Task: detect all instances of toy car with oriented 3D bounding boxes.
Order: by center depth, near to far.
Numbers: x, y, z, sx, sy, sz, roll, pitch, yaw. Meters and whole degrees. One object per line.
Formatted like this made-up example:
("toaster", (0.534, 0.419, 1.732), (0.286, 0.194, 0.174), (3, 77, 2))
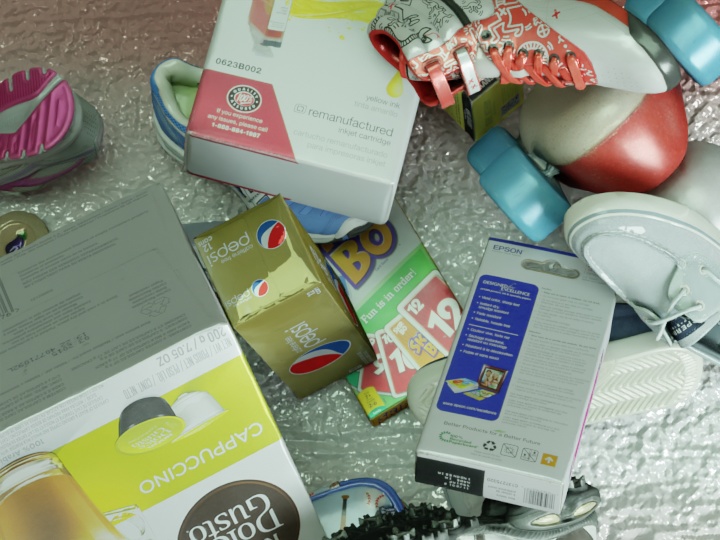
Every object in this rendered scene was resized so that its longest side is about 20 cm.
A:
("toy car", (0.207, -0.061, 1.681), (0.184, 0.177, 0.200), (-43, 102, 6))

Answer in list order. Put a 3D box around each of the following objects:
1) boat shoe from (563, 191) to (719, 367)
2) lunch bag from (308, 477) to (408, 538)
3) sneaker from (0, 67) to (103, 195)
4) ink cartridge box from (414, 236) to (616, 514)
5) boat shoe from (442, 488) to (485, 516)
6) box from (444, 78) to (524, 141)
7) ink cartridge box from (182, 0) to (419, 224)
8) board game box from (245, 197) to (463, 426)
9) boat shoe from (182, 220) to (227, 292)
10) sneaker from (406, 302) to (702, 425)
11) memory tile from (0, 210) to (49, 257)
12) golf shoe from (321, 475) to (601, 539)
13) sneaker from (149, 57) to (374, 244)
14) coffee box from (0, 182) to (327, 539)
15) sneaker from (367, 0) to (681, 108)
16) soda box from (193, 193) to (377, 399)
("boat shoe", (0.216, 0.016, 1.598), (0.200, 0.070, 0.072), (27, 43, -26))
("lunch bag", (-0.034, 0.234, 1.634), (0.199, 0.076, 0.161), (-20, 71, 4))
("sneaker", (-0.266, -0.088, 1.764), (0.199, 0.088, 0.082), (-2, 74, 30))
("ink cartridge box", (0.103, 0.063, 1.579), (0.094, 0.037, 0.201), (12, 47, 10))
("boat shoe", (0.112, 0.175, 1.640), (0.073, 0.067, 0.201), (-29, 72, -3))
("box", (0.033, -0.187, 1.761), (0.050, 0.075, 0.200), (-40, 71, -9))
("ink cartridge box", (-0.026, -0.151, 1.662), (0.144, 0.083, 0.201), (14, 72, 1))
("board game box", (0.000, 0.000, 1.731), (0.095, 0.030, 0.201), (-30, 69, -3))
("boat shoe", (-0.131, 0.007, 1.707), (0.199, 0.074, 0.066), (-4, 105, 17))
("sneaker", (0.125, 0.060, 1.665), (0.199, 0.075, 0.085), (-6, 37, -8))
("memory tile", (-0.241, 0.037, 1.752), (0.199, 0.017, 0.154), (20, 76, 13))
("golf shoe", (0.063, 0.189, 1.545), (0.199, 0.078, 0.095), (-11, 101, -18))
("sneaker", (-0.070, -0.083, 1.716), (0.199, 0.077, 0.076), (26, 69, 23))
("coffee box", (-0.160, 0.105, 1.580), (0.199, 0.198, 0.200), (-26, 32, -5))
("sneaker", (0.097, -0.135, 1.570), (0.201, 0.067, 0.108), (33, 73, 29))
("soda box", (-0.046, 0.020, 1.613), (0.064, 0.200, 0.068), (-27, 71, 3))
